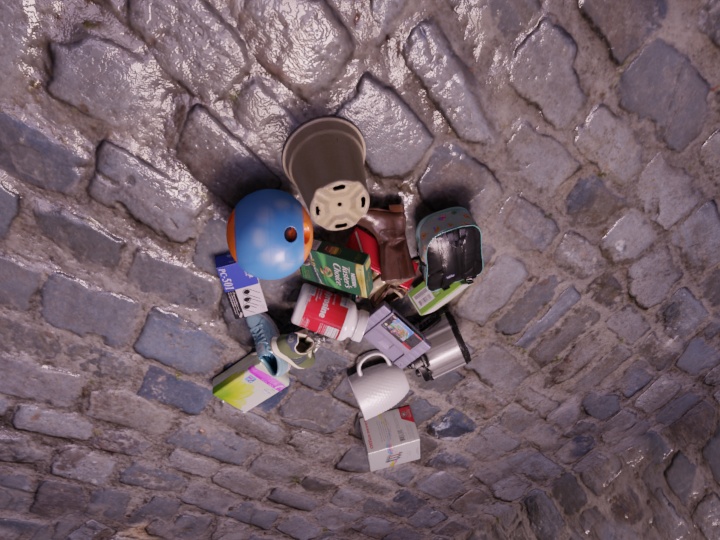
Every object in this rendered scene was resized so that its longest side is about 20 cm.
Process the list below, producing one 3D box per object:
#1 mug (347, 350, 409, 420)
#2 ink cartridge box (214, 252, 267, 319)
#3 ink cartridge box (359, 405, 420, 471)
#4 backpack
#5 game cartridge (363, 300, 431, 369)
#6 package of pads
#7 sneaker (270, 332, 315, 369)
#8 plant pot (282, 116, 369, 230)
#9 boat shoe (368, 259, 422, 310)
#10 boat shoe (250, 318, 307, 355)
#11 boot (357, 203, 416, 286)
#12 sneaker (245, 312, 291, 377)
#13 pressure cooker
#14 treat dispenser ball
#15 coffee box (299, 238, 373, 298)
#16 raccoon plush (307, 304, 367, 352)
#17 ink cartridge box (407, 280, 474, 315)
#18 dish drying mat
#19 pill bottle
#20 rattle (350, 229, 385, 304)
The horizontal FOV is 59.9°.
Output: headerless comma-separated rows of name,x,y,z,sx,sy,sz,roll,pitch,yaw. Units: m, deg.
mug,0.056,0.354,2.008,0.172,0.148,0.204,-23,108,-7
ink cartridge box,-0.307,0.037,1.619,0.092,0.045,0.203,-14,136,-7
ink cartridge box,0.106,0.610,2.266,0.195,0.147,0.147,-12,137,-6
backpack,0.226,-0.070,1.616,0.171,0.156,0.202,-15,143,-3
game cartridge,0.094,0.187,1.782,0.199,0.039,0.129,41,123,-18
package of pads,-0.329,0.338,1.897,0.198,0.069,0.154,-32,134,15
sneaker,-0.158,0.218,1.711,0.088,0.069,0.200,-18,151,21
plant pot,-0.063,-0.198,1.365,0.195,0.186,0.203,-9,136,-9
boat shoe,0.109,0.048,1.754,0.198,0.073,0.072,-33,135,15
boat shoe,-0.240,0.183,1.773,0.197,0.068,0.074,-27,172,30
boot,0.043,-0.054,1.549,0.181,0.064,0.206,-8,93,-13
sneaker,-0.258,0.197,1.698,0.073,0.082,0.202,-32,92,20
pressure cooker,0.221,0.240,1.909,0.196,0.181,0.177,-25,140,7
treat dispenser ball,-0.205,-0.082,1.418,0.195,0.204,0.204,-10,137,-9
coffee box,-0.065,-0.010,1.575,0.196,0.044,0.125,17,140,20
raccoon plush,-0.079,0.175,1.809,0.195,0.098,0.135,1,142,-20
ink cartridge box,0.236,0.053,1.810,0.147,0.077,0.199,-38,168,17
dish drying mat,0.055,-0.031,1.588,0.197,0.078,0.018,30,162,-14
pill bottle,-0.081,0.120,1.686,0.196,0.113,0.114,20,129,-6
rattle,0.000,0.000,1.680,0.142,0.132,0.199,34,150,-21
